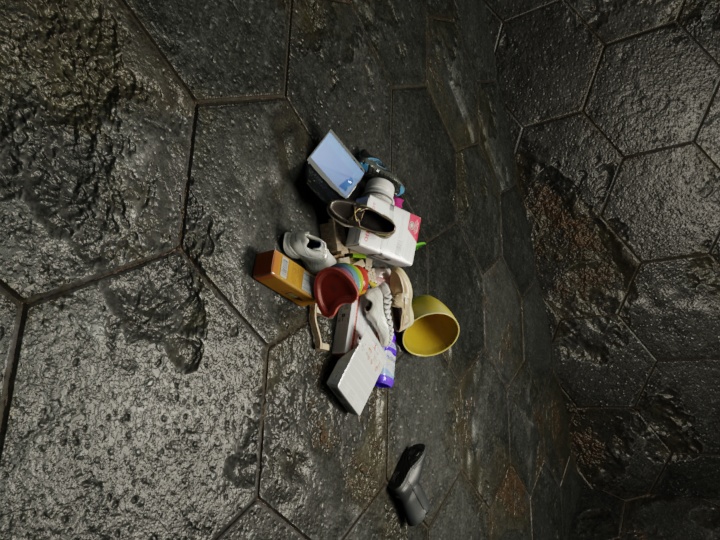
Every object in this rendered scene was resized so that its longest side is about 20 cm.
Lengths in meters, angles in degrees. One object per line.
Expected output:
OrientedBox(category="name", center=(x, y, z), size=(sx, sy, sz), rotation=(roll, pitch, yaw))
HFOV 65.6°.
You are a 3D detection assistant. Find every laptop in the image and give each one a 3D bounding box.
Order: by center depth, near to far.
OrientedBox(category="laptop", center=(-0.064, -0.261, 1.574), size=(0.177, 0.102, 0.202), rotation=(45, 22, -31))

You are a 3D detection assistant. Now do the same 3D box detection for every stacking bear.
OrientedBox(category="stacking bear", center=(-0.036, 0.034, 1.480), size=(0.116, 0.120, 0.199), rotation=(59, 22, 4))

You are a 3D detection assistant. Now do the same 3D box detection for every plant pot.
OrientedBox(category="plant pot", center=(0.224, 0.170, 1.907), size=(0.201, 0.197, 0.144), rotation=(51, 16, -37))

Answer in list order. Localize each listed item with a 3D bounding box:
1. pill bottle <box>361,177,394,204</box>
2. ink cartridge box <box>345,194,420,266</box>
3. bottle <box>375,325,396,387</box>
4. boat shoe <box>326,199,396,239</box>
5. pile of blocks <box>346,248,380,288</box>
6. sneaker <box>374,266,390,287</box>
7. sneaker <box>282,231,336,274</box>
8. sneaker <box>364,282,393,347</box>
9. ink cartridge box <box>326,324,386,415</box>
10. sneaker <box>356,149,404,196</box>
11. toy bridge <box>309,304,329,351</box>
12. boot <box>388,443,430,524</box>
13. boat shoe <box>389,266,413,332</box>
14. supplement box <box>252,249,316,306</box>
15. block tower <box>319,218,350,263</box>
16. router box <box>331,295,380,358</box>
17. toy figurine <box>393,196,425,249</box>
OrientedBox(category="pill bottle", center=(0.046, -0.180, 1.746), size=(0.114, 0.111, 0.205), rotation=(42, 49, -44))
OrientedBox(category="ink cartridge box", center=(0.066, -0.111, 1.613), size=(0.196, 0.083, 0.150), rotation=(19, 79, -31))
OrientedBox(category="bottle", center=(0.074, 0.256, 1.737), size=(0.083, 0.064, 0.206), rotation=(34, 55, -47))
OrientedBox(category="boat shoe", center=(0.004, -0.142, 1.497), size=(0.195, 0.060, 0.074), rotation=(23, 82, -5))
OrientedBox(category="pile of blocks", center=(0.000, 0.000, 1.680), size=(0.081, 0.062, 0.205), rotation=(-21, 92, -30))
OrientedBox(category="sneaker", center=(0.092, 0.048, 1.800), size=(0.198, 0.074, 0.108), rotation=(23, 69, -48))
OrientedBox(category="sneaker", center=(-0.120, -0.045, 1.483), size=(0.199, 0.085, 0.077), rotation=(30, 58, -52))
OrientedBox(category="sneaker", center=(0.052, 0.135, 1.647), size=(0.079, 0.075, 0.206), rotation=(-13, 114, -13))
OrientedBox(category="ink cartridge box", center=(-0.006, 0.279, 1.579), size=(0.203, 0.046, 0.162), rotation=(-62, 140, -30))
OrientedBox(category="sneaker", center=(0.070, -0.319, 1.815), size=(0.198, 0.073, 0.083), rotation=(34, 43, -27))
OrientedBox(category="toy bridge", center=(-0.110, 0.112, 1.519), size=(0.067, 0.027, 0.206), rotation=(22, 65, -52))
OrientedBox(category="boot", center=(0.177, 0.686, 1.792), size=(0.200, 0.075, 0.171), rotation=(-47, 118, -42))
OrientedBox(category="boat shoe", center=(0.119, 0.091, 1.726), size=(0.064, 0.070, 0.206), rotation=(-25, 111, -38))
OrientedBox(category="supplement box", center=(-0.178, 0.023, 1.399), size=(0.199, 0.065, 0.071), rotation=(40, 48, -47))
OrientedBox(category="block tower", center=(-0.068, -0.044, 1.594), size=(0.054, 0.056, 0.207), rotation=(-13, 96, -56))
OrientedBox(category="router box", center=(-0.002, 0.176, 1.652), size=(0.179, 0.048, 0.205), rotation=(39, 52, -47))
OrientedBox(category="toy figurine", center=(0.126, -0.153, 1.873), size=(0.200, 0.146, 0.189), rotation=(8, 66, -78))
